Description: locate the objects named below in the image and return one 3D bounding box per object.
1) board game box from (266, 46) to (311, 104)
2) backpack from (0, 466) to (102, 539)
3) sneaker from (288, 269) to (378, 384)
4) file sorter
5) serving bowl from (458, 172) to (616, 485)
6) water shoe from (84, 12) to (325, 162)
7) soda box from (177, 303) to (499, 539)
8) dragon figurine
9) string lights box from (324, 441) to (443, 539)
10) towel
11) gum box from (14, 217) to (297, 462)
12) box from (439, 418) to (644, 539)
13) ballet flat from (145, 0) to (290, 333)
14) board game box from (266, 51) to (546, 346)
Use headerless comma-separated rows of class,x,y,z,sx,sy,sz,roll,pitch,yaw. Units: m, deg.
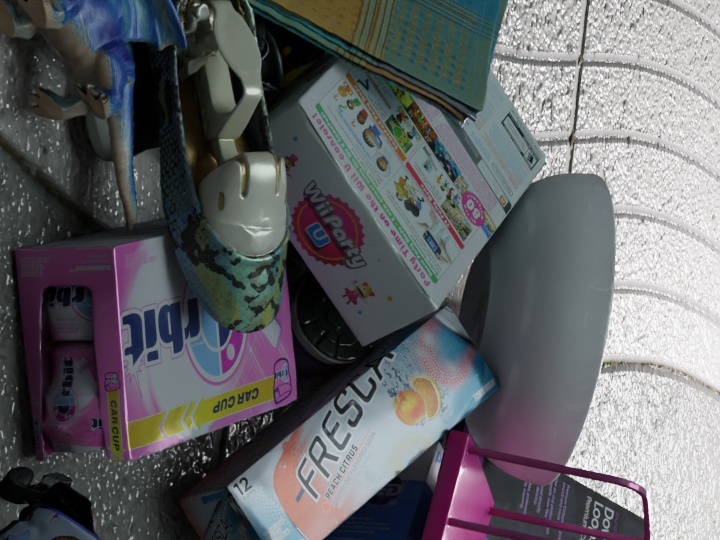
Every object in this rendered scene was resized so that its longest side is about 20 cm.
board game box,-0.009,-0.094,1.642,0.200,0.047,0.102,44,51,-55
backpack,-0.123,0.224,1.252,0.154,0.190,0.201,-45,131,-34
sneaker,0.000,0.000,1.610,0.076,0.087,0.200,51,50,-3
file sorter,0.097,0.223,1.536,0.139,0.124,0.201,69,35,-66
serving bowl,0.102,0.033,1.614,0.200,0.065,0.202,-171,-90,-81
water shoe,-0.087,-0.120,1.450,0.200,0.078,0.072,-45,129,-55
soda box,-0.012,0.103,1.521,0.200,0.068,0.064,-39,100,-32
dragon figurine,-0.134,-0.128,1.344,0.099,0.059,0.201,-43,111,-39
string lights box,-0.014,0.199,1.568,0.059,0.102,0.201,61,38,-41
towel,-0.009,-0.172,1.503,0.022,0.199,0.147,-56,-170,37
gum box,-0.112,0.033,1.410,0.200,0.066,0.114,-16,102,-62
box,0.108,0.199,1.695,0.199,0.036,0.144,30,62,-36
ballet flat,-0.073,-0.069,1.364,0.074,0.074,0.201,7,66,-63
board game box,0.022,-0.071,1.528,0.148,0.064,0.200,56,35,-11
